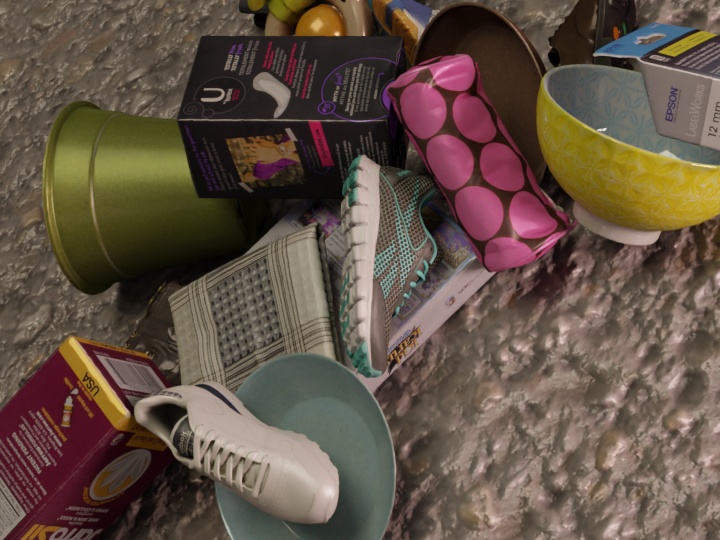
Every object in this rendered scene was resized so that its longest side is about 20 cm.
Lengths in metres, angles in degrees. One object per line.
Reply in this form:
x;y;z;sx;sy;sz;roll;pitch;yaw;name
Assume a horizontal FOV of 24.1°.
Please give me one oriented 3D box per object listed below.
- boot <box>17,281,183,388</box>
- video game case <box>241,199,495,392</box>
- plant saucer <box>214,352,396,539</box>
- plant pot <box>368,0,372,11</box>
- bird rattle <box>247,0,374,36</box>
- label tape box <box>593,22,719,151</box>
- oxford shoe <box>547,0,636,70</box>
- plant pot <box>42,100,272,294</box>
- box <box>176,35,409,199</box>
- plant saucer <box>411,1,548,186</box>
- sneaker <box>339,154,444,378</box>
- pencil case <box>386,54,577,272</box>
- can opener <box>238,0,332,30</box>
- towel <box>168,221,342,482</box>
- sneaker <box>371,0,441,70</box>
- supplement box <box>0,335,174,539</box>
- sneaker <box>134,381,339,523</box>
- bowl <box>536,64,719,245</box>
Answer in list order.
-0.226;0.086;1.675;0.199;0.069;0.175;14;62;30;boot
0.000;0.000;1.583;0.181;0.045;0.200;-44;51;-3;video game case
-0.040;0.171;1.445;0.200;0.039;0.203;-3;85;36;plant saucer
0.023;-0.418;1.842;0.188;0.201;0.200;-41;42;-13;plant pot
-0.061;-0.238;1.759;0.162;0.112;0.202;6;88;35;bird rattle
0.307;-0.147;1.407;0.199;0.067;0.143;16;24;26;label tape box
0.218;-0.234;1.629;0.084;0.073;0.201;-11;49;30;oxford shoe
-0.194;-0.079;1.722;0.189;0.201;0.201;-2;52;17;plant pot
-0.058;-0.143;1.586;0.198;0.106;0.123;2;48;10;box
0.121;-0.151;1.571;0.036;0.202;0.200;-16;31;-33;plant saucer
0.030;-0.004;1.496;0.091;0.078;0.202;5;76;-11;sneaker
0.107;-0.098;1.491;0.093;0.201;0.091;-29;-2;-8;pencil case
-0.067;-0.285;1.877;0.199;0.063;0.079;20;68;43;can opener
-0.099;0.078;1.548;0.192;0.034;0.201;-24;63;30;towel
0.094;-0.223;1.698;0.088;0.076;0.200;-31;58;-21;sneaker
-0.265;0.169;1.532;0.200;0.131;0.103;-46;65;12;supplement box
-0.104;0.158;1.421;0.199;0.080;0.077;26;100;34;sneaker
0.235;-0.087;1.446;0.200;0.199;0.108;48;130;48;bowl
